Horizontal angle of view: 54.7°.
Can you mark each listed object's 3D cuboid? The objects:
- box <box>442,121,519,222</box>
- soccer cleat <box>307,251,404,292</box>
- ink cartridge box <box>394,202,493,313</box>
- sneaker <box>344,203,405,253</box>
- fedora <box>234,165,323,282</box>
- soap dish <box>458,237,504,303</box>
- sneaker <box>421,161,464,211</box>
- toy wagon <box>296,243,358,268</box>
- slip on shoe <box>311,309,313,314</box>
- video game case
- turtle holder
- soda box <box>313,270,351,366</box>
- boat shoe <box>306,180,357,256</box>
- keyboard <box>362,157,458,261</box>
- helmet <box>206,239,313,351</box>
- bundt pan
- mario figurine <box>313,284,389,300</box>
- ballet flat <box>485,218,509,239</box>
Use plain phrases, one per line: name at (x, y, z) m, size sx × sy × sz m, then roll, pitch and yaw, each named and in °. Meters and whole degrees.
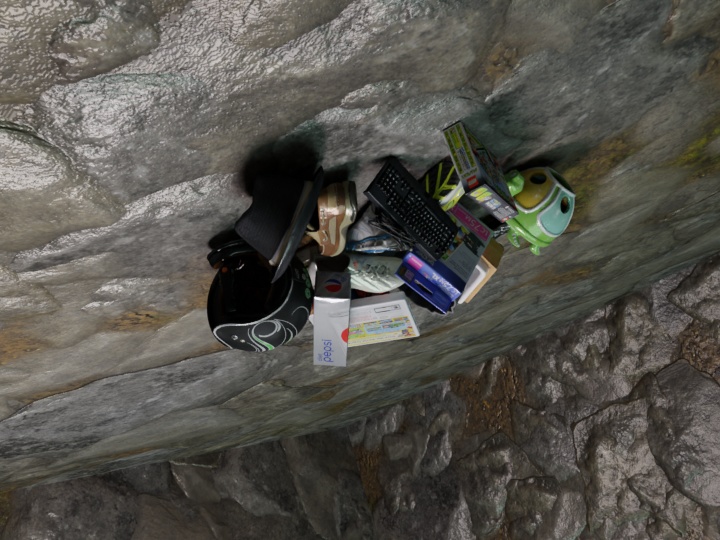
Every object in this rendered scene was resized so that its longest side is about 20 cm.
box at (0.197, -0.153, 1.123) m, size 0.034 × 0.112 × 0.199 m, roll -25°, pitch 161°, yaw 21°
soccer cleat at (0.000, 0.000, 1.286) m, size 0.195 × 0.071 × 0.078 m, roll -2°, pitch 150°, yaw -6°
ink cartridge box at (0.153, -0.034, 1.245) m, size 0.201 × 0.119 × 0.042 m, roll -55°, pitch -175°, yaw -33°
sneaker at (0.021, -0.076, 1.236) m, size 0.074 × 0.089 × 0.199 m, roll 2°, pitch 177°, yaw -31°
fedora at (-0.124, -0.082, 1.000) m, size 0.090 × 0.204 × 0.201 m, roll 24°, pitch 148°, yaw -11°
soap dish at (0.199, -0.033, 1.406) m, size 0.081 × 0.157 × 0.201 m, roll -42°, pitch 170°, yaw -20°
sneaker at (0.118, -0.112, 1.218) m, size 0.075 × 0.077 × 0.199 m, roll 1°, pitch 154°, yaw -45°
toy wagon at (-0.077, -0.003, 1.390) m, size 0.153 × 0.040 × 0.199 m, roll -26°, pitch 161°, yaw 20°
slip on shoe at (-0.174, 0.063, 1.340) m, size 0.196 × 0.075 × 0.061 m, roll 0°, pitch 148°, yaw 25°
video game case at (0.009, 0.104, 1.401) m, size 0.195 × 0.023 × 0.183 m, roll -10°, pitch 151°, yaw 10°
turtle holder at (0.316, -0.133, 1.303) m, size 0.184 × 0.142 × 0.132 m, roll 35°, pitch 118°, yaw -18°
soda box at (-0.053, 0.093, 1.294) m, size 0.067 × 0.064 × 0.202 m, roll 3°, pitch 136°, yaw -2°
boat shoe at (-0.057, -0.086, 1.138) m, size 0.072 × 0.077 × 0.201 m, roll -3°, pitch 155°, yaw -14°
keyboard at (0.087, -0.081, 1.121) m, size 0.199 × 0.039 × 0.105 m, roll 40°, pitch 84°, yaw -34°
helmet at (-0.178, 0.047, 1.200) m, size 0.196 × 0.204 × 0.191 m, roll -17°, pitch 161°, yaw -3°
bundt pan at (0.126, -0.011, 1.356) m, size 0.076 × 0.201 × 0.202 m, roll -46°, pitch 172°, yaw -22°
mario figurine at (-0.024, 0.037, 1.416) m, size 0.197 × 0.108 × 0.122 m, roll 10°, pitch -175°, yaw -38°
ballet flat at (0.284, -0.099, 1.484) m, size 0.197 × 0.057 × 0.067 m, roll -24°, pitch -156°, yaw 18°
